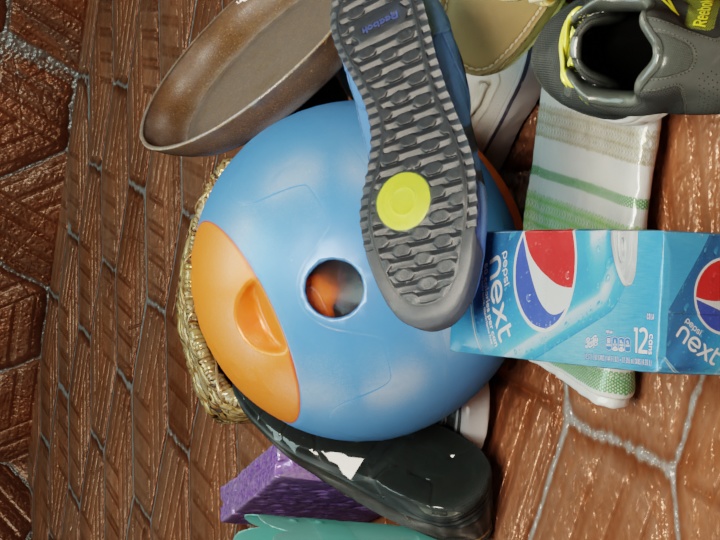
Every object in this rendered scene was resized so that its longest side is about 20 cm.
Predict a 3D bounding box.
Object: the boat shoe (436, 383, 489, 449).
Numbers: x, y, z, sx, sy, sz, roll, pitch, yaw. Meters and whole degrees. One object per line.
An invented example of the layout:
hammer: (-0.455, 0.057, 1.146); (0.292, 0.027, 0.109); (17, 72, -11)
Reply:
boat shoe: (0.030, 0.076, 1.386); (0.200, 0.068, 0.072); (-147, 60, -72)

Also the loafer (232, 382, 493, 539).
loafer: (-0.001, 0.116, 1.336); (0.200, 0.073, 0.072); (31, 153, 34)

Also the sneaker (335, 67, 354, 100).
sneaker: (0.005, -0.200, 1.408); (0.130, 0.079, 0.201); (26, 118, 32)

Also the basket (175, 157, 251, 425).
basket: (-0.061, 0.010, 1.600); (0.149, 0.142, 0.201); (140, 131, -71)

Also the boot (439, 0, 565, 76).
boot: (0.081, -0.162, 1.082); (0.200, 0.073, 0.156); (-58, 1, 33)

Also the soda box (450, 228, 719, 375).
soda box: (0.117, 0.013, 1.008); (0.200, 0.068, 0.064); (180, 92, -66)

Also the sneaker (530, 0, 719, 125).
sneaker: (0.123, -0.108, 0.993); (0.200, 0.084, 0.075); (-171, 85, -66)

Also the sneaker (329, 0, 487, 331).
sneaker: (0.036, -0.059, 1.086); (0.078, 0.066, 0.201); (35, -139, -60)

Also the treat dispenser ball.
treat dispenser ball: (0.000, 0.000, 1.254); (0.201, 0.200, 0.202); (-177, 90, -75)

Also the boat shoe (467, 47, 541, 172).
boat shoe: (0.068, -0.126, 1.275); (0.200, 0.070, 0.071); (113, 155, -54)

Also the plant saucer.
plant saucer: (-0.055, -0.138, 1.329); (0.200, 0.032, 0.200); (-34, 24, 18)

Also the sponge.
sponge: (-0.027, 0.154, 1.506); (0.200, 0.111, 0.030); (135, 138, -68)

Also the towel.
towel: (0.127, -0.040, 1.132); (0.149, 0.031, 0.201); (-146, 62, -70)

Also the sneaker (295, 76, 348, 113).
sneaker: (-0.008, -0.059, 1.418); (0.200, 0.075, 0.079); (52, 148, 8)

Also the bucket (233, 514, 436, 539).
bucket: (-0.008, 0.254, 1.366); (0.207, 0.134, 0.208); (-177, 90, -76)
